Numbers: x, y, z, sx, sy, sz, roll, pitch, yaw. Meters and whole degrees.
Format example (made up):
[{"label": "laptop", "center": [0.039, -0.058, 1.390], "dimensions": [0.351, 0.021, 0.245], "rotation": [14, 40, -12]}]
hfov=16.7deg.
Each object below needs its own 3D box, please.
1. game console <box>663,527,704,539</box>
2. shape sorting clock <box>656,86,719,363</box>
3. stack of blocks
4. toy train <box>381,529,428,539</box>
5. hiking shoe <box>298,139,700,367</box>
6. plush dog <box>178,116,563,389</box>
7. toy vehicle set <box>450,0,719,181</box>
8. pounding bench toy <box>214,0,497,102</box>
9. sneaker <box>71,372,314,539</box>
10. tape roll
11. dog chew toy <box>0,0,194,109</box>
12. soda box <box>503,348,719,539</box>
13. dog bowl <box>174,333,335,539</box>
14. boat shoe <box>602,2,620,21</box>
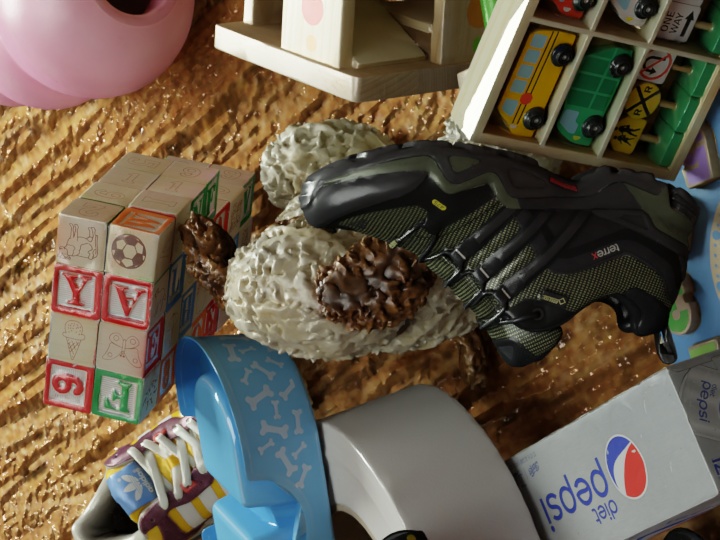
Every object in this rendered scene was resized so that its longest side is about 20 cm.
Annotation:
[{"label": "game console", "center": [0.169, 0.267, 1.254], "dimensions": [0.118, 0.171, 0.201], "rotation": [19, 124, 13]}, {"label": "shape sorting clock", "center": [0.213, -0.006, 1.204], "dimensions": [0.199, 0.039, 0.201], "rotation": [14, 110, 43]}, {"label": "stack of blocks", "center": [-0.117, -0.006, 1.425], "dimensions": [0.058, 0.200, 0.116], "rotation": [12, 112, 11]}, {"label": "toy train", "center": [0.009, 0.185, 1.288], "dimensions": [0.200, 0.034, 0.046], "rotation": [110, 141, -58]}, {"label": "hiking shoe", "center": [0.067, -0.006, 1.200], "dimensions": [0.076, 0.199, 0.101], "rotation": [131, 145, -81]}, {"label": "plush dog", "center": [0.000, 0.000, 1.326], "dimensions": [0.199, 0.171, 0.161], "rotation": [0, 100, 45]}, {"label": "toy vehicle set", "center": [0.135, -0.143, 1.172], "dimensions": [0.027, 0.124, 0.201], "rotation": [57, 131, 51]}, {"label": "pounding bench toy", "center": [0.034, -0.174, 1.267], "dimensions": [0.200, 0.124, 0.157], "rotation": [25, 118, 47]}, {"label": "sneaker", "center": [-0.105, 0.121, 1.525], "dimensions": [0.075, 0.090, 0.200], "rotation": [57, 134, 19]}, {"label": "tape roll", "center": [0.033, 0.168, 1.359], "dimensions": [0.203, 0.071, 0.203], "rotation": [52, 152, 42]}, {"label": "dog chew toy", "center": [-0.188, -0.155, 1.525], "dimensions": [0.200, 0.124, 0.125], "rotation": [-20, 85, 54]}, {"label": "soda box", "center": [0.142, 0.101, 1.253], "dimensions": [0.200, 0.063, 0.069], "rotation": [-40, 69, 58]}, {"label": "dog bowl", "center": [-0.055, 0.126, 1.377], "dimensions": [0.111, 0.049, 0.201], "rotation": [-146, 45, -62]}, {"label": "boat shoe", "center": [0.140, -0.171, 1.220], "dimensions": [0.066, 0.071, 0.202], "rotation": [46, 132, 44]}]
